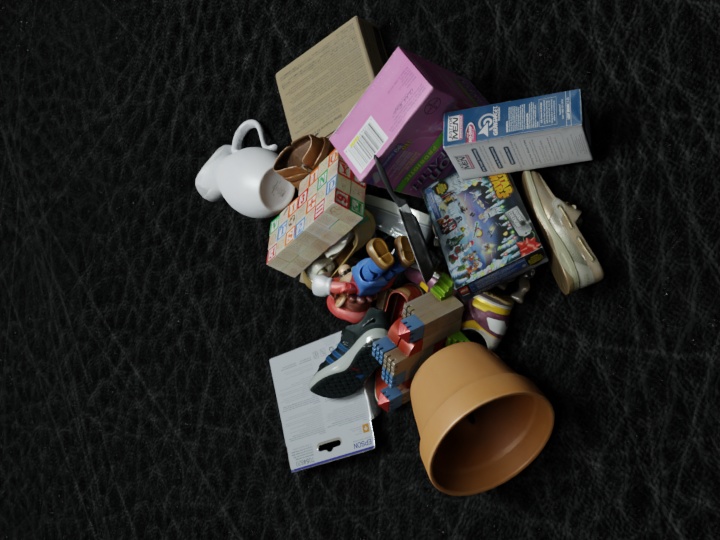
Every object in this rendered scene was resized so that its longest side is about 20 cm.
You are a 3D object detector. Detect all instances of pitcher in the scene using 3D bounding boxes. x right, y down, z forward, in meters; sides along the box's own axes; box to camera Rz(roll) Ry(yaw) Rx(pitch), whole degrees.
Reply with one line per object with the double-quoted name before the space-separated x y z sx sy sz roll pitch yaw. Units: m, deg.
"pitcher" -0.195 -0.187 1.712 0.198 0.120 0.174 20 83 48

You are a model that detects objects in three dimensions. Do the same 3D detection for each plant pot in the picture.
"plant pot" 0.158 0.199 1.351 0.201 0.198 0.141 -53 42 21

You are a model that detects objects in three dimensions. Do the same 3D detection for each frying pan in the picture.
"frying pan" 0.069 -0.072 1.374 0.030 0.115 0.194 -20 81 5

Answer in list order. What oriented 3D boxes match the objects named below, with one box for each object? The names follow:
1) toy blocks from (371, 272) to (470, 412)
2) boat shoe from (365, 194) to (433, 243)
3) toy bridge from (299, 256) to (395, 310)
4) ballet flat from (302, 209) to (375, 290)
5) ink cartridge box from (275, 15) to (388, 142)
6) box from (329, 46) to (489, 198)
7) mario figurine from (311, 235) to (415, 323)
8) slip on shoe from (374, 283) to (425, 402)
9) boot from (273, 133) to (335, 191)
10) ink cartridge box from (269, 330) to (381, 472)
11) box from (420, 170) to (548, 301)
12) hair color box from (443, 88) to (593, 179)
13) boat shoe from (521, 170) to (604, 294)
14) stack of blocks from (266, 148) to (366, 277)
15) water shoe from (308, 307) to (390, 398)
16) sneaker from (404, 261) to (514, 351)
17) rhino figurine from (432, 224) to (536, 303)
"toy blocks" 0.077 0.118 1.391 0.100 0.135 0.203 43 143 37
"boat shoe" 0.032 -0.080 1.541 0.198 0.070 0.073 19 94 35
"toy bridge" -0.018 0.012 1.598 0.197 0.027 0.069 16 96 38
"ballet flat" -0.051 -0.029 1.545 0.069 0.063 0.200 48 128 9
"ink cartridge box" -0.039 -0.305 1.614 0.198 0.074 0.168 -26 72 33
"box" 0.084 -0.214 1.429 0.177 0.198 0.097 -49 60 22
"mario figurine" 0.000 0.000 1.489 0.200 0.122 0.107 -45 23 48
"slip on shoe" 0.055 0.120 1.510 0.073 0.061 0.205 16 97 36
"boot" -0.094 -0.150 1.592 0.201 0.153 0.074 -49 59 23
"ink cartridge box" -0.057 0.220 1.601 0.197 0.040 0.204 -22 73 34
"box" 0.177 -0.069 1.382 0.135 0.040 0.203 -26 51 11
"hair color box" 0.224 -0.191 1.344 0.196 0.100 0.062 -7 64 21
"boat shoe" 0.284 -0.062 1.349 0.064 0.073 0.203 -17 58 -2
"stack of blocks" -0.071 -0.091 1.512 0.199 0.058 0.117 -39 37 42
"water shoe" -0.012 0.135 1.512 0.199 0.071 0.080 -41 34 38
"sneaker" 0.137 0.052 1.444 0.198 0.074 0.092 24 100 39
"rhino figurine" 0.184 -0.034 1.421 0.198 0.060 0.088 31 85 37
